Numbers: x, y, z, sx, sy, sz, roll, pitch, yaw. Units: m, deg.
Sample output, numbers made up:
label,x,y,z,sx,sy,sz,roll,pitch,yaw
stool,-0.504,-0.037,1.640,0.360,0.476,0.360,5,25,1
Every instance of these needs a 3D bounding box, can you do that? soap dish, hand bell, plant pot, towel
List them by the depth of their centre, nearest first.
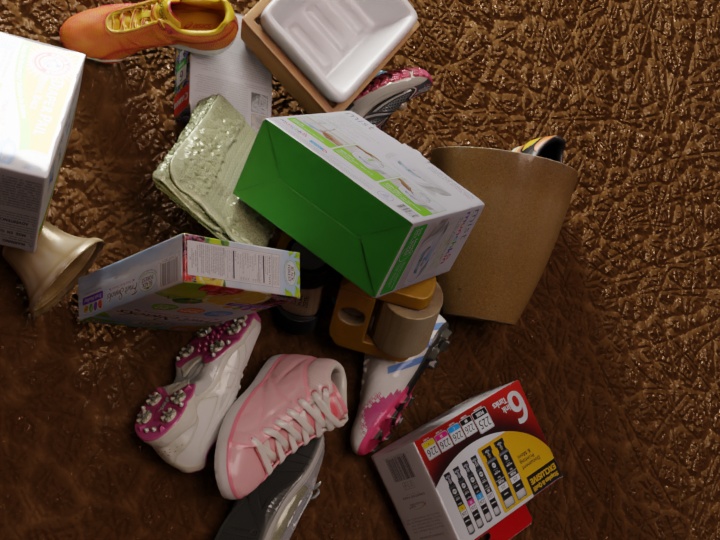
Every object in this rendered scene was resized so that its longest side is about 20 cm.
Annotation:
label,x,y,z,sx,sy,sz,roll,pitch,yaw
hand bell,-0.369,-0.057,1.223,0.200,0.104,0.104,41,55,1
towel,-0.138,-0.102,1.302,0.148,0.036,0.200,42,31,-16
soap dish,-0.039,-0.290,1.443,0.157,0.081,0.200,47,57,-13
plant pot,0.163,-0.037,1.508,0.185,0.186,0.201,11,88,-30

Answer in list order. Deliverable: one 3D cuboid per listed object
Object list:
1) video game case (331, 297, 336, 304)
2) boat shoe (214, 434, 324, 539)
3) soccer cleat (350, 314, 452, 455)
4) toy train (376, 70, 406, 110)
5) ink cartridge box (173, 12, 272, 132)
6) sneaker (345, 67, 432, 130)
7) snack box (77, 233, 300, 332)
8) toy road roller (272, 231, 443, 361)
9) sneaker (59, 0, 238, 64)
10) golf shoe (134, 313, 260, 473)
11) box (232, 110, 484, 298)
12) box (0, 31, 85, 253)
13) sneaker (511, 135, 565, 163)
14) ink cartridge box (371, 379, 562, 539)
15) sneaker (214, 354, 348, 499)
label,x,y,z,sx,sy,sz,roll,pitch,yaw
video game case,0.031,-0.043,1.505,0.142,0.018,0.201,13,67,-30
boat shoe,-0.094,0.255,1.294,0.203,0.074,0.065,-64,147,-34
soccer cleat,0.029,0.124,1.424,0.086,0.070,0.200,29,65,15
toy train,-0.008,-0.286,1.546,0.150,0.056,0.201,18,68,-29
ink cartridge box,-0.161,-0.205,1.417,0.108,0.050,0.201,10,69,-30
sneaker,0.003,-0.179,1.465,0.199,0.081,0.075,-34,106,3
snack box,-0.175,0.017,1.221,0.142,0.199,0.053,11,71,-41
toy road roller,0.000,0.000,1.378,0.199,0.123,0.147,18,51,2
sneaker,-0.237,-0.280,1.348,0.199,0.077,0.073,-8,72,-6
golf shoe,-0.161,0.128,1.298,0.200,0.075,0.092,-54,127,-35
box,0.002,-0.079,1.273,0.200,0.097,0.176,36,24,19
box,-0.346,-0.131,1.185,0.112,0.102,0.201,13,44,-12
sneaker,0.231,-0.091,1.608,0.070,0.090,0.201,22,62,-25
ink cartridge box,0.138,0.251,1.422,0.199,0.084,0.176,-24,88,-42
sneaker,-0.076,0.160,1.282,0.201,0.104,0.076,-60,141,-48
